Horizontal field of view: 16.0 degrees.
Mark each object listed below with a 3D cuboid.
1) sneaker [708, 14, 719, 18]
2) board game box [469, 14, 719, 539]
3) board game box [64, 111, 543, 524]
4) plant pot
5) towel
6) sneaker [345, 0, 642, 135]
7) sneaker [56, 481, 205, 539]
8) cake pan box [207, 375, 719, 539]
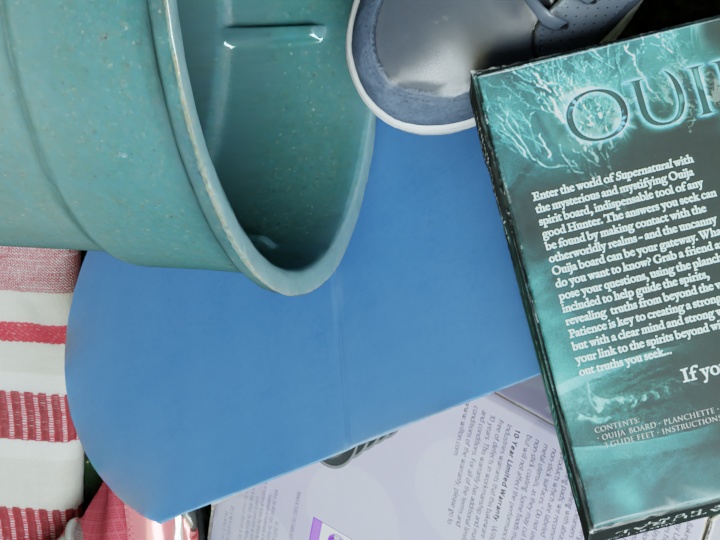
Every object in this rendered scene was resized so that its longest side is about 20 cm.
[{"bbox_3d":[0.169,-0.063,0.798,0.200,0.082,0.070,-8,90,-10],"label":"sneaker"},{"bbox_3d":[0.142,-0.013,0.709,0.200,0.028,0.135,-13,76,-1],"label":"board game box"},{"bbox_3d":[0.000,0.000,0.802,0.200,0.158,0.039,-23,138,21],"label":"board game box"},{"bbox_3d":[-0.113,-0.088,0.745,0.196,0.200,0.200,-3,119,17],"label":"plant pot"},{"bbox_3d":[-0.170,0.052,0.918,0.144,0.023,0.200,4,121,1],"label":"towel"},{"bbox_3d":[0.071,-0.115,0.699,0.202,0.146,0.077,-39,86,5],"label":"sneaker"},{"bbox_3d":[-0.106,0.136,0.911,0.087,0.074,0.200,7,122,-13],"label":"sneaker"},{"bbox_3d":[0.033,0.112,0.864,0.184,0.052,0.200,28,124,30],"label":"cake pan box"}]
